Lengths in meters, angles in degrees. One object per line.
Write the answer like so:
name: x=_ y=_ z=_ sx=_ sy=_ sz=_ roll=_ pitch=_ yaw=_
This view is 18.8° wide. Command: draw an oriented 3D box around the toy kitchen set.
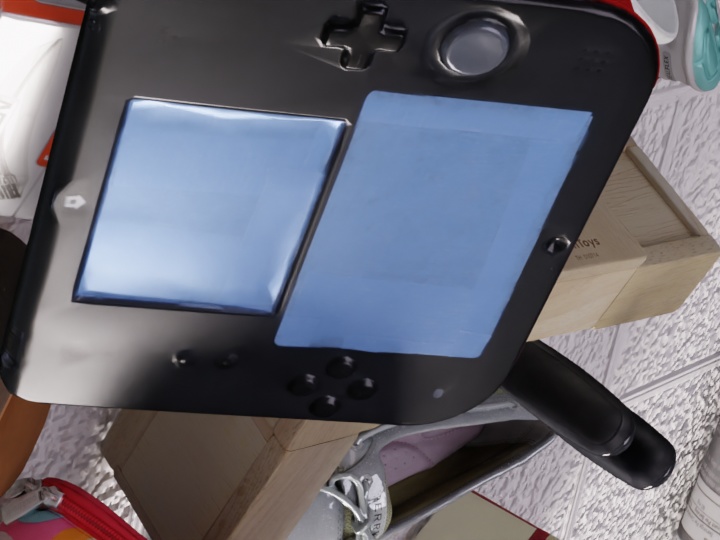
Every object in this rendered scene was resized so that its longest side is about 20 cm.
toy kitchen set: x=0.000 y=0.000 z=0.917 sx=0.200 sy=0.163 sz=0.181 roll=-10 pitch=144 yaw=-41

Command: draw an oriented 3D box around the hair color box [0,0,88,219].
hair color box: x=-0.043 y=-0.062 z=0.720 sx=0.199 sy=0.064 sz=0.111 roll=7 pitch=148 yaw=-27

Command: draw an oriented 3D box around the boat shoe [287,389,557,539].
boat shoe: x=0.015 y=0.096 z=1.039 sx=0.202 sy=0.065 sz=0.075 roll=-24 pitch=131 yaw=-46

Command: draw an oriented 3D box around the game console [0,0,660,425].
game console: x=-0.013 y=-0.020 z=0.691 sx=0.176 sy=0.031 sz=0.200 roll=1 pitch=137 yaw=-21

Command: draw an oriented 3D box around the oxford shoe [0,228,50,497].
oxford shoe: x=-0.157 y=0.086 z=0.783 sx=0.200 sy=0.071 sz=0.071 roll=-59 pitch=153 yaw=-8

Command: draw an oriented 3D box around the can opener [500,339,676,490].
can opener: x=0.078 y=0.052 z=0.976 sx=0.063 sy=0.200 sz=0.079 roll=28 pitch=91 yaw=-35

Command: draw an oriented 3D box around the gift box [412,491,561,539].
gift box: x=0.079 y=0.253 z=1.130 sx=0.187 sy=0.200 sz=0.185 roll=-47 pitch=140 yaw=-21

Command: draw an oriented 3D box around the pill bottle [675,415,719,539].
pill bottle: x=0.270 y=0.152 z=1.404 sx=0.114 sy=0.114 sz=0.201 roll=-4 pitch=116 yaw=-54

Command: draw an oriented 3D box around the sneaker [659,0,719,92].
sneaker: x=0.101 y=-0.156 z=0.937 sx=0.078 sy=0.091 sz=0.200 roll=67 pitch=18 yaw=-48

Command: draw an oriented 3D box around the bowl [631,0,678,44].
bowl: x=0.033 y=-0.155 z=0.813 sx=0.090 sy=0.202 sz=0.201 roll=-28 pitch=153 yaw=17

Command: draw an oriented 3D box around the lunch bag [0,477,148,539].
lunch bag: x=-0.068 y=0.168 z=0.826 sx=0.082 sy=0.200 sz=0.176 roll=-49 pitch=165 yaw=-20
